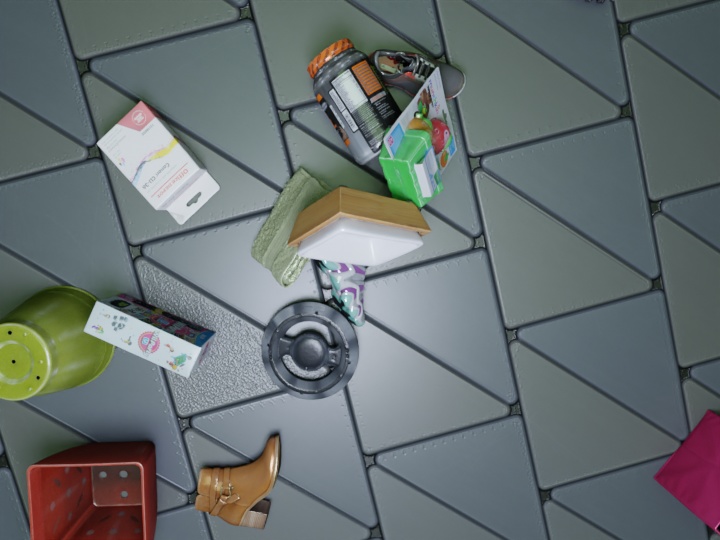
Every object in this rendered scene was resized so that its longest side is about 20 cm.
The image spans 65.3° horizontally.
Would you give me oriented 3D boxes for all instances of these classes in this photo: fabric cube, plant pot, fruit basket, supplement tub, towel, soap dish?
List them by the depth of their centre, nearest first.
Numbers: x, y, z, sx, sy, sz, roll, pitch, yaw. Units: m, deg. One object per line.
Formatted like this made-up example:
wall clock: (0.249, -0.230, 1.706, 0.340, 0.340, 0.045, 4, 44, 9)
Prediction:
soap dish: (-0.003, -0.071, 0.956, 0.197, 0.156, 0.083, 7, 70, -38)
fruit basket: (0.119, -0.220, 0.994, 0.201, 0.093, 0.187, -51, 140, -24)
plant pot: (-0.577, 0.141, 1.015, 0.196, 0.193, 0.205, 0, 96, -4)
supplement tub: (-0.006, -0.310, 1.037, 0.121, 0.123, 0.202, -33, 96, 1)
towel: (-0.126, -0.083, 1.055, 0.036, 0.148, 0.202, 24, 100, -48)
plant pot: (-0.476, 0.424, 1.058, 0.195, 0.176, 0.205, 0, 95, -3)
fabric cube: (0.766, 0.441, 1.119, 0.195, 0.199, 0.201, 37, 93, -5)

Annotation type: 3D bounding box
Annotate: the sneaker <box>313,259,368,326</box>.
sneaker: (0.000, 0.000, 1.094, 0.139, 0.077, 0.202, -34, 118, -18)

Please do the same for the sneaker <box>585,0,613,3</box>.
sneaker: (0.408, -0.583, 1.058, 0.197, 0.071, 0.099, 25, 96, -4)

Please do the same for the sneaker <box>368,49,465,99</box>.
sneaker: (0.106, -0.370, 1.057, 0.196, 0.082, 0.079, 8, 95, -4)

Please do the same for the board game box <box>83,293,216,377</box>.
board game box: (-0.384, 0.117, 1.047, 0.197, 0.148, 0.065, 26, 92, -6)

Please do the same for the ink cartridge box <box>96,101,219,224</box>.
ink cartridge box: (-0.373, -0.196, 1.055, 0.116, 0.068, 0.200, -42, 96, 2)

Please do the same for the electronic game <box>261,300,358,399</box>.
electronic game: (-0.100, 0.160, 1.119, 0.196, 0.042, 0.204, 1, 101, 3)

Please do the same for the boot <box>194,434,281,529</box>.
boot: (-0.244, 0.412, 1.124, 0.152, 0.074, 0.204, 15, 92, -1)
